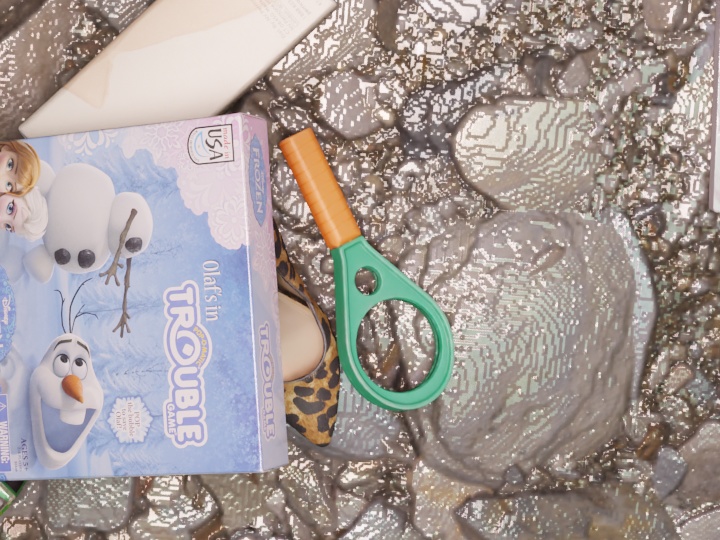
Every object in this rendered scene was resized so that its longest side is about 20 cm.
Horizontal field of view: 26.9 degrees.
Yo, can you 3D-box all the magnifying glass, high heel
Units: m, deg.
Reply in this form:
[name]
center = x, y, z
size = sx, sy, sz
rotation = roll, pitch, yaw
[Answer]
[magnifying glass]
center = 0.000, 0.000, 1.004
size = 0.079, 0.022, 0.201
rotation = -28, 93, -24
[high heel]
center = -0.058, 0.037, 0.958
size = 0.071, 0.143, 0.201
rotation = -20, 100, 1

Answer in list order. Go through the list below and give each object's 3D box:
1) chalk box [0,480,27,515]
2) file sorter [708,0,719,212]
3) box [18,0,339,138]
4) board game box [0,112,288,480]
[chalk box]
center = -0.292, 0.130, 0.983
size = 0.124, 0.124, 0.200
rotation = 41, 96, -7
[file sorter]
center = 0.305, -0.129, 0.945
size = 0.138, 0.125, 0.201
rotation = -1, 101, -1
[box]
center = -0.112, -0.130, 0.952
size = 0.200, 0.095, 0.078
rotation = -41, 98, 5
[board game box]
center = -0.146, 0.019, 0.876
size = 0.198, 0.043, 0.201
rotation = -5, 88, 18
